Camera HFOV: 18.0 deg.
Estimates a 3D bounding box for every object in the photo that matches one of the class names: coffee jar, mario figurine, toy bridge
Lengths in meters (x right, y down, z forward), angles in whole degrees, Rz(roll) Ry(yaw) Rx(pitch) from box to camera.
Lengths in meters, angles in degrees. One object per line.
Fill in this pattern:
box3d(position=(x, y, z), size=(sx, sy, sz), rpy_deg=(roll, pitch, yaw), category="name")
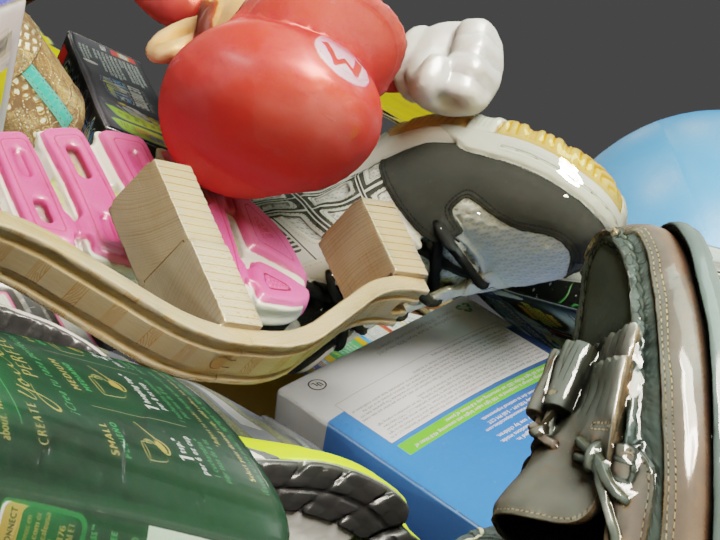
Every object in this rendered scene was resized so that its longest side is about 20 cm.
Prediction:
box3d(position=(-0.120, 0.051, 0.522), size=(0.199, 0.086, 0.104), rpy_deg=(20, 14, -38), category="coffee jar")
box3d(position=(-0.023, -0.105, 0.772), size=(0.123, 0.107, 0.200), rpy_deg=(-14, 33, -3), category="mario figurine")
box3d(position=(-0.052, 0.000, 0.671), size=(0.199, 0.027, 0.068), rpy_deg=(9, 47, -47), category="toy bridge")

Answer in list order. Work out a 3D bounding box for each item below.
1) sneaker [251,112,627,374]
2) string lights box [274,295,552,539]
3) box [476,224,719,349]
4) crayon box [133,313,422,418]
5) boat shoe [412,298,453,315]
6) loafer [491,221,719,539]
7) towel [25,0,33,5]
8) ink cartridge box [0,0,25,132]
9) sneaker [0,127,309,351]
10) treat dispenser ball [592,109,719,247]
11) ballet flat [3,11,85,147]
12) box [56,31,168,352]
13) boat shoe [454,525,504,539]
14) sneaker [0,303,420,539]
box3d(position=(0.000, 0.000, 0.801), size=(0.199, 0.088, 0.076), rpy_deg=(-3, -40, 37), category="sneaker")
box3d(position=(0.072, 0.091, 0.784), size=(0.102, 0.059, 0.200), rpy_deg=(-25, 44, -39), category="string lights box")
box3d(position=(0.140, 0.038, 0.883), size=(0.136, 0.040, 0.200), rpy_deg=(15, -14, 37), category="box")
box3d(position=(-0.004, 0.051, 0.944), size=(0.125, 0.052, 0.199), rpy_deg=(34, 11, 40), category="crayon box")
box3d(position=(0.012, 0.012, 1.137), size=(0.199, 0.074, 0.076), rpy_deg=(17, 13, -43), category="boat shoe")
box3d(position=(0.061, 0.078, 0.588), size=(0.062, 0.201, 0.072), rpy_deg=(6, -22, -10), category="loafer")
box3d(position=(-0.177, -0.081, 0.850), size=(0.086, 0.199, 0.018), rpy_deg=(-10, 76, -66), category="towel")
box3d(position=(-0.208, -0.090, 0.757), size=(0.197, 0.201, 0.047), rpy_deg=(28, 39, 11), category="ink cartridge box")
box3d(position=(-0.114, 0.007, 0.729), size=(0.199, 0.088, 0.074), rpy_deg=(5, 40, -30), category="sneaker")
box3d(position=(0.186, 0.018, 1.177), size=(0.200, 0.202, 0.201), rpy_deg=(25, 9, -4), category="treat dispenser ball")
box3d(position=(-0.160, -0.040, 0.857), size=(0.065, 0.071, 0.200), rpy_deg=(44, -27, -13), category="ballet flat")
box3d(position=(-0.111, -0.020, 0.867), size=(0.035, 0.111, 0.200), rpy_deg=(22, 9, -16), category="box")
box3d(position=(0.060, 0.104, 0.662), size=(0.199, 0.073, 0.062), rpy_deg=(-6, 11, -19), category="boat shoe")
box3d(position=(-0.078, 0.058, 0.688), size=(0.199, 0.074, 0.081), rpy_deg=(29, 0, -29), category="sneaker")
